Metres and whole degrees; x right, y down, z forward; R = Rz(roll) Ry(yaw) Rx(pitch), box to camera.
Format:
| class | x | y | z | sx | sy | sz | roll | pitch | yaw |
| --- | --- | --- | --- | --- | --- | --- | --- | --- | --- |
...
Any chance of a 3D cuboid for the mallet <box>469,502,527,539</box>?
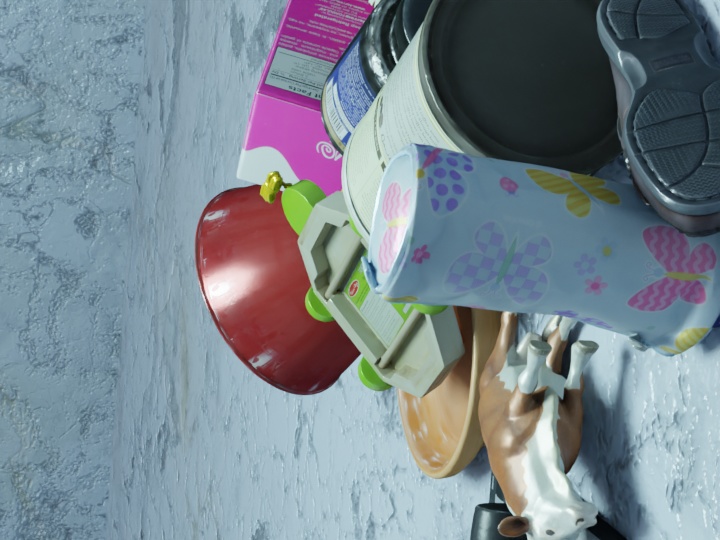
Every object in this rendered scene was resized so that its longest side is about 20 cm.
| class | x | y | z | sx | sy | sz | roll | pitch | yaw |
| --- | --- | --- | --- | --- | --- | --- | --- | --- | --- |
| mallet | 0.118 | 0.203 | 1.100 | 0.200 | 0.041 | 0.066 | -150 | 65 | -68 |

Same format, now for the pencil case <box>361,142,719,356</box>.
| class | x | y | z | sx | sy | sz | roll | pitch | yaw |
| --- | --- | --- | --- | --- | --- | --- | --- | --- | --- |
| pencil case | 0.103 | -0.011 | 0.962 | 0.083 | 0.199 | 0.091 | -99 | 25 | -53 |

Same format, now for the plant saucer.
| class | x | y | z | sx | sy | sz | roll | pitch | yaw |
| --- | --- | --- | --- | --- | --- | --- | --- | --- | --- |
| plant saucer | 0.072 | 0.060 | 1.360 | 0.200 | 0.037 | 0.202 | -179 | 90 | -75 |

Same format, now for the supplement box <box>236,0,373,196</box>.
| class | x | y | z | sx | sy | sz | roll | pitch | yaw |
| --- | --- | --- | --- | --- | --- | --- | --- | --- | --- |
| supplement box | -0.033 | -0.165 | 1.530 | 0.102 | 0.103 | 0.201 | 108 | 179 | -45 |

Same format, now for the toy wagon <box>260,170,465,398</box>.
| class | x | y | z | sx | sy | sz | roll | pitch | yaw |
| --- | --- | --- | --- | --- | --- | --- | --- | --- | --- |
| toy wagon | 0.000 | 0.000 | 1.307 | 0.200 | 0.039 | 0.155 | 52 | 152 | 12 |

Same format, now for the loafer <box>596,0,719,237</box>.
| class | x | y | z | sx | sy | sz | roll | pitch | yaw |
| --- | --- | --- | --- | --- | --- | --- | --- | --- | --- |
| loafer | 0.175 | -0.081 | 0.971 | 0.201 | 0.071 | 0.063 | -97 | -3 | -48 |

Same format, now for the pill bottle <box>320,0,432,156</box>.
| class | x | y | z | sx | sy | sz | roll | pitch | yaw |
| --- | --- | --- | --- | --- | --- | --- | --- | --- | --- |
| pill bottle | 0.044 | -0.152 | 1.340 | 0.200 | 0.111 | 0.113 | 138 | 132 | -69 |

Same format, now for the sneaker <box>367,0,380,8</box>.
| class | x | y | z | sx | sy | sz | roll | pitch | yaw |
| --- | --- | --- | --- | --- | --- | --- | --- | --- | --- |
| sneaker | 0.011 | -0.255 | 1.508 | 0.201 | 0.089 | 0.075 | -103 | 21 | -43 |

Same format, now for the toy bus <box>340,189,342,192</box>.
| class | x | y | z | sx | sy | sz | roll | pitch | yaw |
| --- | --- | --- | --- | --- | --- | --- | --- | --- | --- |
| toy bus | 0.019 | -0.037 | 1.375 | 0.200 | 0.065 | 0.079 | 124 | 145 | -61 |

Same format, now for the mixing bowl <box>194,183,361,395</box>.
| class | x | y | z | sx | sy | sz | roll | pitch | yaw |
| --- | --- | --- | --- | --- | --- | --- | --- | --- | --- |
| mixing bowl | -0.039 | -0.003 | 1.545 | 0.108 | 0.200 | 0.201 | -28 | 56 | 35 |

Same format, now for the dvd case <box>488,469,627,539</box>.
| class | x | y | z | sx | sy | sz | roll | pitch | yaw |
| --- | --- | --- | --- | --- | --- | --- | --- | --- | --- |
| dvd case | 0.124 | 0.219 | 1.177 | 0.200 | 0.025 | 0.151 | -142 | 56 | -70 |

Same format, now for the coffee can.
| class | x | y | z | sx | sy | sz | roll | pitch | yaw |
| --- | --- | --- | --- | --- | --- | --- | --- | --- | --- |
| coffee can | 0.080 | -0.092 | 1.136 | 0.200 | 0.145 | 0.147 | 129 | 140 | -65 |

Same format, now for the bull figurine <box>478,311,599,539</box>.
| class | x | y | z | sx | sy | sz | roll | pitch | yaw |
| --- | --- | --- | --- | --- | --- | --- | --- | --- | --- |
| bull figurine | 0.114 | 0.090 | 1.124 | 0.200 | 0.065 | 0.122 | -106 | 28 | -68 |
